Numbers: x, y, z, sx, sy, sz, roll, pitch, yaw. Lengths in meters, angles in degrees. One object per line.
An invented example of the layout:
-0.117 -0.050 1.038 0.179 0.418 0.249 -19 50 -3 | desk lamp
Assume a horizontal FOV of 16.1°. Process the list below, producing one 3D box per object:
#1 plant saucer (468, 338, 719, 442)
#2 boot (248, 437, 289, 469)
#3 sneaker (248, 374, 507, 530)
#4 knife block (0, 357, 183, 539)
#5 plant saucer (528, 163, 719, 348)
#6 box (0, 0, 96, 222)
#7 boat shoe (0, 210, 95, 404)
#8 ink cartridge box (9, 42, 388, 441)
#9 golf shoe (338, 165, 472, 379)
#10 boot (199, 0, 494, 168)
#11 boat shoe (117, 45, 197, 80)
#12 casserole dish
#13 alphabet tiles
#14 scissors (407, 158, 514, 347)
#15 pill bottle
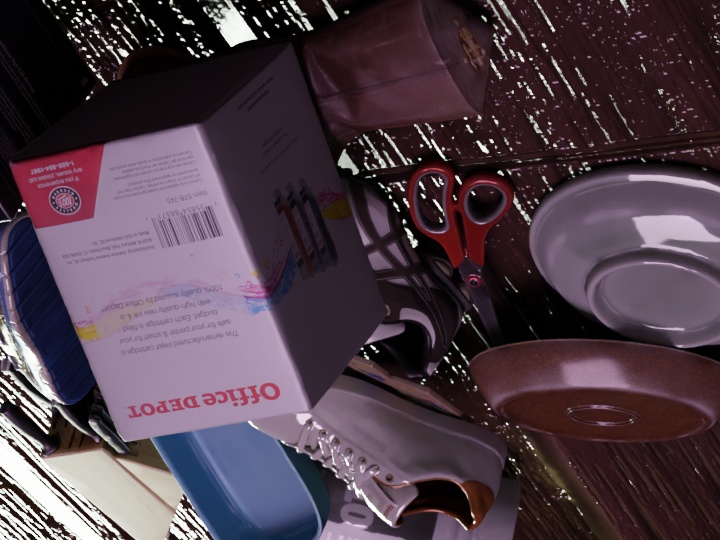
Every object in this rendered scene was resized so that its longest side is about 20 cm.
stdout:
0.177 0.092 1.848 0.200 0.035 0.200 6 163 2 | plant saucer
-0.085 0.106 1.981 0.200 0.074 0.075 -9 132 47 | boot
0.005 0.134 1.844 0.200 0.085 0.073 16 144 0 | sneaker
-0.223 0.142 2.100 0.175 0.064 0.200 18 148 -4 | knife block
0.211 0.005 1.741 0.200 0.050 0.200 9 147 6 | plant saucer
-0.267 -0.143 1.576 0.079 0.141 0.200 -9 127 34 | box
-0.259 0.025 1.927 0.072 0.072 0.200 22 144 27 | boat shoe
-0.097 -0.017 1.602 0.145 0.145 0.200 -10 110 27 | ink cartridge box
0.000 0.000 1.774 0.200 0.095 0.078 36 142 -28 | golf shoe
0.014 -0.087 1.638 0.200 0.064 0.186 -14 121 32 | boot
-0.121 -0.068 1.734 0.070 0.070 0.200 -6 144 9 | boat shoe
-0.094 0.137 1.942 0.121 0.039 0.200 -27 97 43 | casserole dish
-0.017 0.069 1.881 0.200 0.006 0.166 19 172 26 | alphabet tiles
0.071 -0.004 1.787 0.073 0.014 0.200 3 137 5 | scissors
0.022 0.192 2.037 0.200 0.114 0.114 13 147 1 | pill bottle
